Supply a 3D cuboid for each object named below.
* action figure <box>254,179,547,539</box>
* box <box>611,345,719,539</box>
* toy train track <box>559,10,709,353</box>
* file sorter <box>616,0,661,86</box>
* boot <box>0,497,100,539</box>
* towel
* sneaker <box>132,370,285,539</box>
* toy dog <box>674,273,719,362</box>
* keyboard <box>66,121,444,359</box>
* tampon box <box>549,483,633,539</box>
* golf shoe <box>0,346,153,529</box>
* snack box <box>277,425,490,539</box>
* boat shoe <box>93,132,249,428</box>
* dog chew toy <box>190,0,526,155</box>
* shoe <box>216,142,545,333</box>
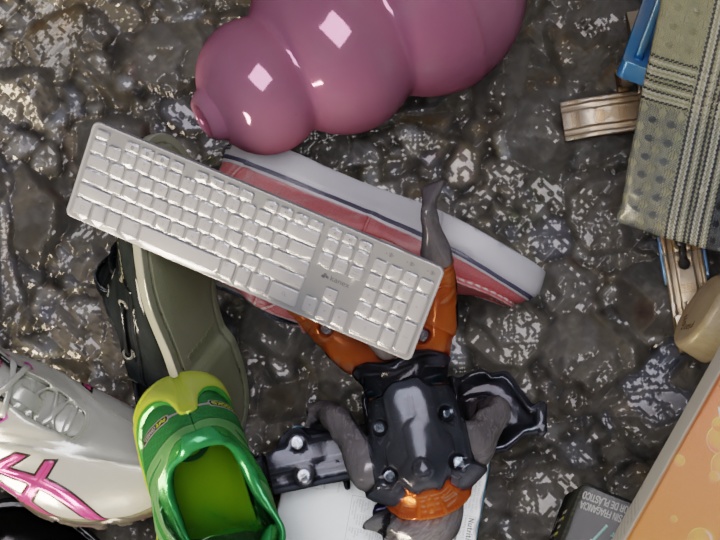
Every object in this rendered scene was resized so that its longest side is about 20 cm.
[{"bbox_3d":[-0.004,0.071,1.425,0.199,0.105,0.195,-20,93,2],"label":"action figure"},{"bbox_3d":[0.197,0.136,1.311,0.124,0.097,0.201,29,95,5],"label":"box"},{"bbox_3d":[0.180,-0.054,1.514,0.114,0.033,0.202,-8,84,0],"label":"toy train track"},{"bbox_3d":[0.265,-0.157,1.452,0.199,0.123,0.139,21,44,3],"label":"file sorter"},{"bbox_3d":[-0.146,0.203,1.423,0.211,0.158,0.079,44,86,5],"label":"boot"},{"bbox_3d":[0.245,-0.094,1.386,0.191,0.035,0.201,15,114,9],"label":"towel"},{"bbox_3d":[-0.075,0.153,1.402,0.074,0.084,0.201,-20,117,-6],"label":"sneaker"},{"bbox_3d":[0.259,-0.006,1.468,0.131,0.096,0.201,14,85,-17],"label":"toy dog"},{"bbox_3d":[-0.056,-0.016,1.370,0.199,0.011,0.057,23,108,5],"label":"keyboard"},{"bbox_3d":[0.151,0.236,1.430,0.149,0.126,0.201,19,84,4],"label":"tampon box"},{"bbox_3d":[-0.188,0.086,1.450,0.199,0.092,0.073,13,62,16],"label":"golf shoe"},{"bbox_3d":[0.001,0.196,1.483,0.115,0.037,0.201,10,83,3],"label":"snack box"},{"bbox_3d":[-0.115,0.012,1.458,0.066,0.200,0.075,8,42,30],"label":"boat shoe"},{"bbox_3d":[-0.006,-0.134,1.472,0.199,0.125,0.125,-32,83,-13],"label":"dog chew toy"},{"bbox_3d":[0.000,0.000,1.495,0.199,0.071,0.091,23,85,9],"label":"shoe"}]
